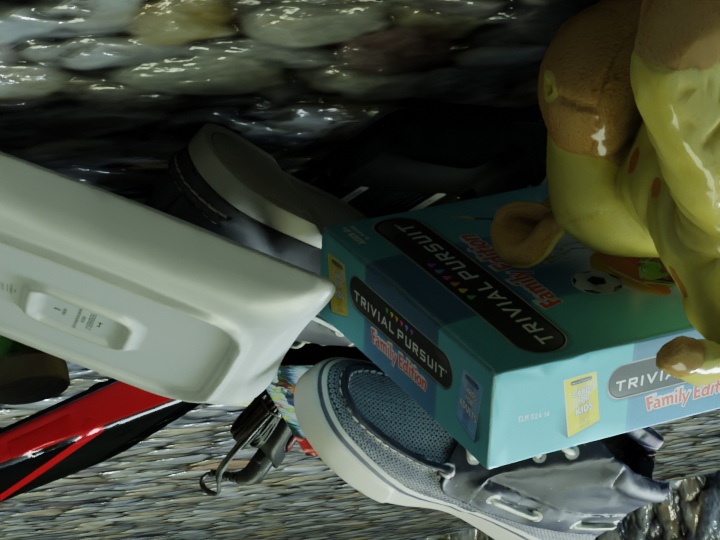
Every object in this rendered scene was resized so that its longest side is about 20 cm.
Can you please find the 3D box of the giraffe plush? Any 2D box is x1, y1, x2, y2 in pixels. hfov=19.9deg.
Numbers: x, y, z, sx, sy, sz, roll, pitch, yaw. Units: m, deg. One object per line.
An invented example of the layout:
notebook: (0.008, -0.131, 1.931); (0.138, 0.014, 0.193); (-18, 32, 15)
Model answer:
giraffe plush: (0.135, -0.051, 0.819); (0.171, 0.202, 0.162); (-7, -161, -29)

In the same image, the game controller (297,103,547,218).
game controller: (0.025, -0.044, 1.032); (0.103, 0.043, 0.200); (13, 160, -23)

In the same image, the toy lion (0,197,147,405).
toy lion: (-0.124, 0.009, 1.117); (0.198, 0.069, 0.192); (-4, 160, -22)

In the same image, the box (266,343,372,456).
box: (0.053, 0.062, 1.100); (0.198, 0.040, 0.137); (0, 155, 13)

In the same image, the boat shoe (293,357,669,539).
boat shoe: (0.066, 0.079, 1.020); (0.199, 0.075, 0.092); (26, 134, -36)

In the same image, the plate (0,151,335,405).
plate: (-0.124, 0.009, 0.936); (0.198, 0.033, 0.200); (22, 161, -6)

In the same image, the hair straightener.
hair straightener: (-0.038, 0.057, 1.199); (0.200, 0.041, 0.077); (-50, 154, 17)

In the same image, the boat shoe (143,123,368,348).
boat shoe: (-0.027, 0.001, 0.975); (0.063, 0.073, 0.200); (-43, 134, 14)

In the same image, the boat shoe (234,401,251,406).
boat shoe: (-0.037, 0.064, 1.397); (0.066, 0.075, 0.199); (-12, 170, 44)

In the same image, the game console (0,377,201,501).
game console: (-0.175, 0.094, 1.099); (0.176, 0.031, 0.200); (-19, 172, -31)

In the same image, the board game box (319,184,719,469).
board game box: (0.103, 0.012, 0.910); (0.198, 0.047, 0.151); (-11, -151, -26)
